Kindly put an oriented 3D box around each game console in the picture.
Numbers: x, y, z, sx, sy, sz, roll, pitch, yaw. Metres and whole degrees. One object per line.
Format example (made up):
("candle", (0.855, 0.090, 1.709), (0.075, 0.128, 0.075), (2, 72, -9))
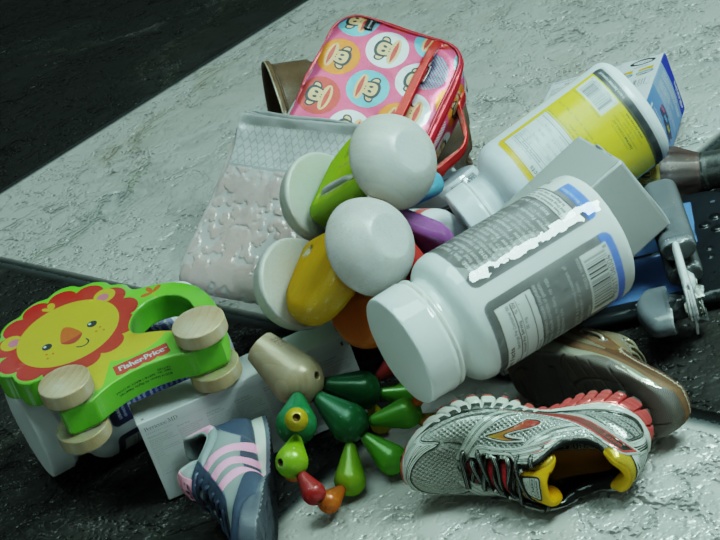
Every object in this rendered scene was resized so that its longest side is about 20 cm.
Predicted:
("game console", (0.253, -0.006, 1.597), (0.199, 0.031, 0.177), (-14, 26, 14))

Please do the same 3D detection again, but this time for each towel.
("towel", (-0.070, -0.057, 1.647), (0.199, 0.032, 0.192), (10, 76, 39))

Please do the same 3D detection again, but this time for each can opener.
("can opener", (0.263, -0.010, 1.524), (0.066, 0.054, 0.200), (-15, 30, 8))

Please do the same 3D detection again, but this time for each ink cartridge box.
("ink cartridge box", (0.260, -0.156, 1.827), (0.136, 0.077, 0.200), (-13, 27, 26))

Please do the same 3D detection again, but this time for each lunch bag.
("lunch bag", (0.022, -0.145, 1.741), (0.175, 0.082, 0.201), (20, 70, 15))

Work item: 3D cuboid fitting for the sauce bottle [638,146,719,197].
("sauce bottle", (0.279, -0.089, 1.701), (0.199, 0.066, 0.066), (-12, 26, 21))

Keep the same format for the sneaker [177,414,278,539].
("sneaker", (-0.110, 0.186, 1.423), (0.081, 0.071, 0.200), (-7, 20, -1))

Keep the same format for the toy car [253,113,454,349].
("toy car", (0.012, -0.027, 1.500), (0.175, 0.149, 0.201), (-26, 42, 52))

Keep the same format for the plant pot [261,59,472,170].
("plant pot", (0.010, -0.153, 1.900), (0.197, 0.201, 0.200), (-14, 24, -7))

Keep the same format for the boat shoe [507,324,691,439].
("boat shoe", (0.199, 0.080, 1.417), (0.072, 0.076, 0.200), (-30, 29, -26))

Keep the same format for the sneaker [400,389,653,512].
("sneaker", (0.124, 0.142, 1.339), (0.199, 0.078, 0.082), (-11, 28, 19))

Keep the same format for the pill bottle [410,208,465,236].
("pill bottle", (0.000, 0.000, 1.668), (0.199, 0.116, 0.116), (0, 31, 37))

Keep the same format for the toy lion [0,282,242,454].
("toy lion", (-0.224, 0.065, 1.538), (0.199, 0.069, 0.192), (-24, 34, -10))

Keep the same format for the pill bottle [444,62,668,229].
("pill bottle", (0.182, -0.097, 1.639), (0.200, 0.112, 0.112), (-36, 26, -1))

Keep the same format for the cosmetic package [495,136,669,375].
("cosmetic package", (0.163, -0.017, 1.543), (0.200, 0.090, 0.107), (-39, 22, 2))

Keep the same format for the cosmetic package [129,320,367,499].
("cosmetic package", (-0.096, 0.120, 1.538), (0.199, 0.083, 0.051), (-23, 26, -7))

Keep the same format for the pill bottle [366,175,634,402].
("pill bottle", (0.112, 0.017, 1.405), (0.199, 0.114, 0.114), (-30, 27, -16))

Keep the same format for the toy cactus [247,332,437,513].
("toy cactus", (-0.026, 0.109, 1.447), (0.165, 0.103, 0.200), (39, 44, 19))

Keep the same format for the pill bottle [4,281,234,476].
("pill bottle", (-0.223, 0.103, 1.623), (0.199, 0.116, 0.116), (-29, 27, -20))

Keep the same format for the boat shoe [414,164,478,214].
("boat shoe", (0.099, -0.065, 1.779), (0.070, 0.066, 0.200), (-38, 5, -12))
